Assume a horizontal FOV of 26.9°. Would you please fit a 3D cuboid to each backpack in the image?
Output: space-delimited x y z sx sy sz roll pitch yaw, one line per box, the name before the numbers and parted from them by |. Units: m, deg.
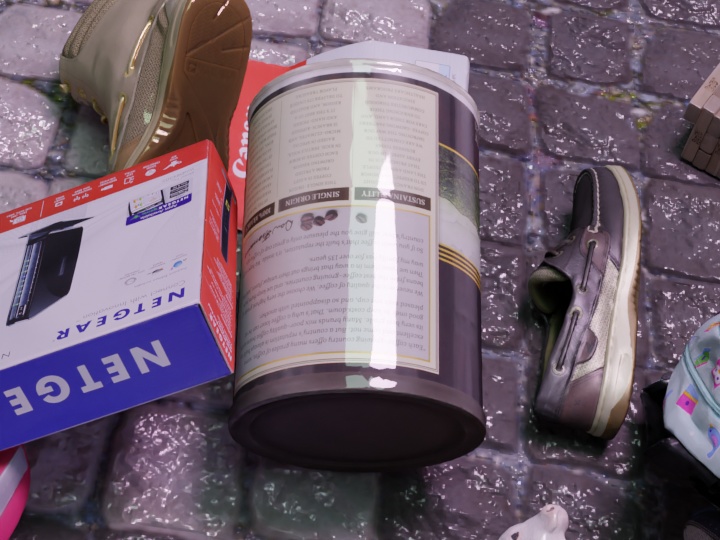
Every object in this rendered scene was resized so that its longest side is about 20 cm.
backpack | 0.242 0.077 0.852 0.166 0.128 0.200 30 12 19

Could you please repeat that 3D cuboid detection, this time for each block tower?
block tower | 0.324 -0.069 1.069 0.199 0.058 0.054 33 55 14

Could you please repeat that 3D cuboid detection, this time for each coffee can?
coffee can | 0.000 0.000 0.880 0.144 0.147 0.202 4 66 -5

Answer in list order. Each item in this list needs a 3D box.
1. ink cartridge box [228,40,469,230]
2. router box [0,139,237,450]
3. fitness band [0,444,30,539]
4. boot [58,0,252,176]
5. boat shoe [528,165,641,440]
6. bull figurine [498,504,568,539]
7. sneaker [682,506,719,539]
ink cartridge box | -0.027 -0.095 1.041 0.197 0.047 0.161 10 52 -4
router box | -0.167 0.018 0.845 0.198 0.049 0.180 -19 31 7
fitness band | -0.259 0.134 0.801 0.142 0.038 0.201 3 34 18
boot | -0.152 -0.094 0.999 0.072 0.202 0.155 12 4 -38
boat shoe | 0.141 0.011 0.969 0.065 0.072 0.203 10 56 -6
bull figurine | 0.101 0.222 0.794 0.120 0.065 0.201 0 52 35
sneaker | 0.212 0.221 0.817 0.084 0.077 0.201 -12 54 -12
